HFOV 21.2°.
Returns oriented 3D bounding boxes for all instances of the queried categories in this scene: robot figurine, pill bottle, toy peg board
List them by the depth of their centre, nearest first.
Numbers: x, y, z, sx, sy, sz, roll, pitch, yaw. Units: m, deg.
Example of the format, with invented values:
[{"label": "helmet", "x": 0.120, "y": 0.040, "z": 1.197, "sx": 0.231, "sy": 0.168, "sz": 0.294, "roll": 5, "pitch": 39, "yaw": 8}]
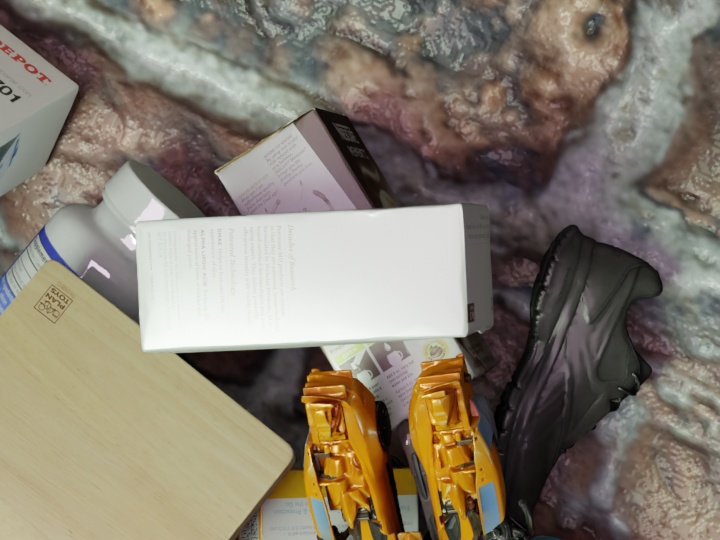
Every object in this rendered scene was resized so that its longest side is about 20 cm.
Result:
[{"label": "robot figurine", "x": 0.031, "y": 0.151, "z": 1.163, "sx": 0.144, "sy": 0.058, "sz": 0.201, "roll": -7, "pitch": 113, "yaw": 15}, {"label": "toy peg board", "x": -0.174, "y": 0.138, "z": 1.200, "sx": 0.200, "sy": 0.098, "sz": 0.200, "roll": 37, "pitch": 80, "yaw": 11}, {"label": "pill bottle", "x": -0.189, "y": 0.027, "z": 1.299, "sx": 0.112, "sy": 0.112, "sz": 0.200, "roll": 42, "pitch": 97, "yaw": 7}]

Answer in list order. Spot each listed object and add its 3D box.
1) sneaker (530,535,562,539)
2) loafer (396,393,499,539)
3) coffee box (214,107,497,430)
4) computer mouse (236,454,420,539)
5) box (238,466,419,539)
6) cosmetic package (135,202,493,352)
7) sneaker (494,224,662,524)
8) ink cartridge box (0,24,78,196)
[{"label": "sneaker", "x": 0.152, "y": 0.267, "z": 1.259, "sx": 0.076, "sy": 0.081, "sz": 0.201, "roll": -17, "pitch": 107, "yaw": 9}, {"label": "loafer", "x": 0.057, "y": 0.166, "z": 1.241, "sx": 0.062, "sy": 0.072, "sz": 0.201, "roll": -7, "pitch": 123, "yaw": -6}, {"label": "coffee box", "x": 0.000, "y": 0.000, "z": 1.260, "sx": 0.079, "sy": 0.114, "sz": 0.201, "roll": -32, "pitch": 86, "yaw": 10}, {"label": "computer mouse", "x": -0.048, "y": 0.212, "z": 1.309, "sx": 0.198, "sy": 0.046, "sz": 0.142, "roll": -12, "pitch": 82, "yaw": 0}, {"label": "box", "x": -0.019, "y": 0.228, "z": 1.237, "sx": 0.118, "sy": 0.041, "sz": 0.202, "roll": 3, "pitch": 84, "yaw": -30}, {"label": "cosmetic package", "x": -0.024, "y": 0.004, "z": 1.152, "sx": 0.198, "sy": 0.113, "sz": 0.082, "roll": -4, "pitch": 90, "yaw": 10}, {"label": "sneaker", "x": 0.139, "y": 0.076, "z": 1.259, "sx": 0.090, "sy": 0.076, "sz": 0.201, "roll": 17, "pitch": 98, "yaw": 0}, {"label": "ink cartridge box", "x": -0.305, "y": -0.102, "z": 1.266, "sx": 0.146, "sy": 0.200, "sz": 0.086, "roll": 37, "pitch": 127, "yaw": 8}]
